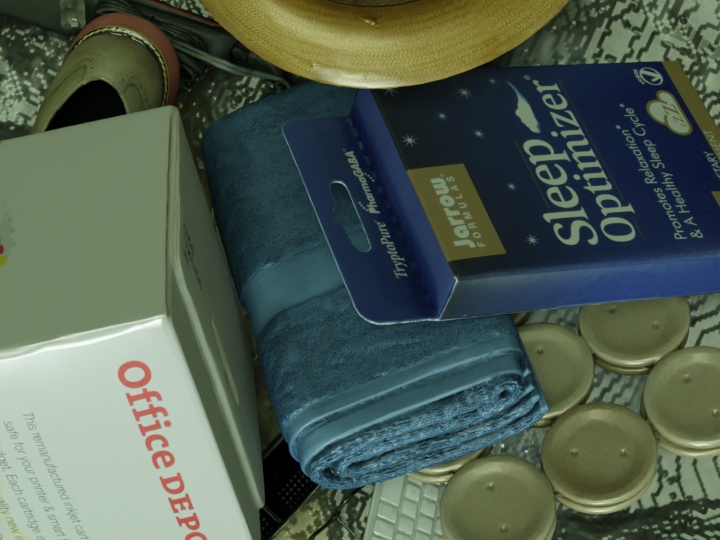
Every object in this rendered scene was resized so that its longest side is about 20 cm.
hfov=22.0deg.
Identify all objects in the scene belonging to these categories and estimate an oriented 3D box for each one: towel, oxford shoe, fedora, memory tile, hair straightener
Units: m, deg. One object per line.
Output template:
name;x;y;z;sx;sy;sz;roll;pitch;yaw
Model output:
towel;0.000;0.000;0.824;0.111;0.049;0.201;-19;54;-1
oxford shoe;-0.138;-0.017;0.844;0.070;0.075;0.201;16;115;0
fedora;0.012;-0.160;0.824;0.200;0.082;0.202;1;73;-3
memory tile;0.067;0.030;0.828;0.153;0.017;0.200;-28;55;-8
hair straightener;-0.122;-0.114;0.880;0.199;0.077;0.041;25;112;3

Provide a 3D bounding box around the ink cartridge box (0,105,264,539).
ink cartridge box;-0.151;0.047;0.755;0.199;0.145;0.148;-12;129;4

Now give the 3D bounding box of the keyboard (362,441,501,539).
keyboard;0.027;0.119;0.798;0.056;0.011;0.201;29;48;-17

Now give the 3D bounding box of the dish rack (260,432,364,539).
dish rack;0.018;0.166;0.854;0.200;0.055;0.153;43;91;7

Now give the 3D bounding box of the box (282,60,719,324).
box;0.076;-0.038;0.805;0.199;0.032;0.121;-6;52;-23
